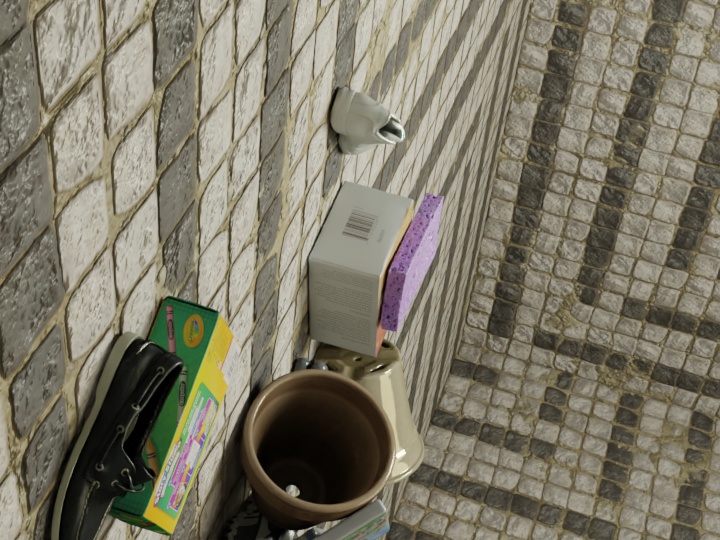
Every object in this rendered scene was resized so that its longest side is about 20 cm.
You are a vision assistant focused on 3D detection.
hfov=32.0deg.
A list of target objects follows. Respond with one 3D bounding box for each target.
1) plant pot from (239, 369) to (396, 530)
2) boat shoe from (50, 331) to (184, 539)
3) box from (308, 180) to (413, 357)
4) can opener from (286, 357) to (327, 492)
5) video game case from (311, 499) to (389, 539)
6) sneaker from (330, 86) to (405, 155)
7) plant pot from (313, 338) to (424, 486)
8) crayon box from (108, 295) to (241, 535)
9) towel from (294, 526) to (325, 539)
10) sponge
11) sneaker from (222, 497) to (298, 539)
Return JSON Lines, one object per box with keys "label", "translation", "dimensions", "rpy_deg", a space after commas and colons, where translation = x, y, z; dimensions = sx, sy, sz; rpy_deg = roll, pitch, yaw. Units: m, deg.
{"label": "plant pot", "translation": [-0.070, 0.258, 1.644], "dimensions": [0.175, 0.200, 0.200], "rpy_deg": [115, 0, -51]}
{"label": "boat shoe", "translation": [-0.201, 0.155, 1.062], "dimensions": [0.075, 0.066, 0.200], "rpy_deg": [72, 35, -73]}
{"label": "box", "translation": [0.000, 0.000, 1.803], "dimensions": [0.200, 0.106, 0.152], "rpy_deg": [92, 17, -54]}
{"label": "can opener", "translation": [-0.096, 0.220, 1.778], "dimensions": [0.066, 0.053, 0.200], "rpy_deg": [72, 35, -71]}
{"label": "video game case", "translation": [-0.052, 0.369, 1.624], "dimensions": [0.200, 0.022, 0.182], "rpy_deg": [-31, 162, -8]}
{"label": "sneaker", "translation": [0.019, -0.187, 1.666], "dimensions": [0.200, 0.088, 0.075], "rpy_deg": [18, 86, -80]}
{"label": "plant pot", "translation": [-0.002, 0.208, 1.958], "dimensions": [0.200, 0.200, 0.184], "rpy_deg": [-57, 149, -58]}
{"label": "crayon box", "translation": [-0.179, 0.138, 1.176], "dimensions": [0.119, 0.058, 0.200], "rpy_deg": [77, 31, -70]}
{"label": "towel", "translation": [-0.124, 0.406, 1.667], "dimensions": [0.200, 0.024, 0.147], "rpy_deg": [-34, 163, -3]}
{"label": "sponge", "translation": [0.075, -0.013, 1.797], "dimensions": [0.200, 0.030, 0.112], "rpy_deg": [-62, 164, -49]}
{"label": "sneaker", "translation": [-0.131, 0.361, 1.696], "dimensions": [0.200, 0.090, 0.067], "rpy_deg": [-45, 152, -70]}
